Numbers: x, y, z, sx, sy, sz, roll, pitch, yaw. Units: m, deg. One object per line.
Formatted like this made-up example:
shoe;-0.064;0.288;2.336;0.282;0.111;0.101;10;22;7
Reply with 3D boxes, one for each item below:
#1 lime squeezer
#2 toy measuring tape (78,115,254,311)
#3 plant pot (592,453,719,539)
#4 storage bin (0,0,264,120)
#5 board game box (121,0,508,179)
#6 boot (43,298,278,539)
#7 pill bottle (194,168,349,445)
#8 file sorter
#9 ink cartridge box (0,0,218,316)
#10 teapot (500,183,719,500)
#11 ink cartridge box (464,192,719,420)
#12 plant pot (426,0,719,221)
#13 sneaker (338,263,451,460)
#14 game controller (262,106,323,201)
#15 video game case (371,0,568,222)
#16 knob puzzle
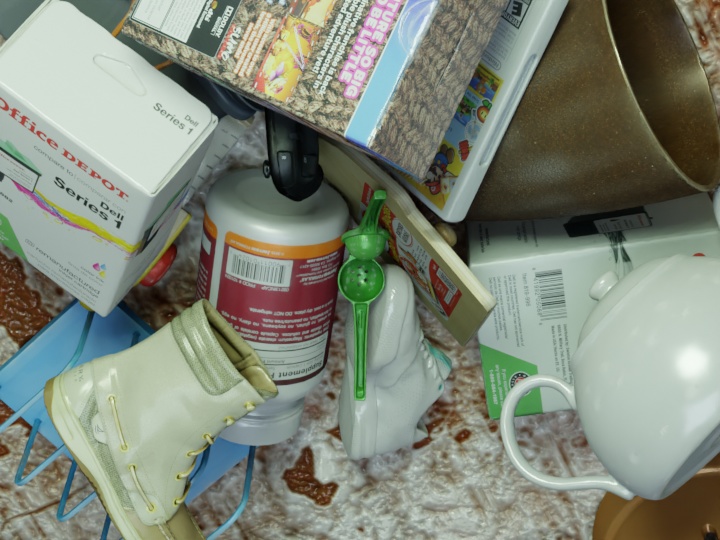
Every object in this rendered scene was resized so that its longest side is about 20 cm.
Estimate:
lime squeezer;0.000;0.000;1.305;0.037;0.071;0.201;11;131;5
toy measuring tape;-0.157;-0.052;1.380;0.073;0.074;0.200;38;90;-17
plant pot;0.300;0.263;1.473;0.199;0.140;0.201;1;118;1
storage bin;-0.169;-0.172;1.272;0.134;0.146;0.200;-31;113;27
board game box;-0.023;-0.176;1.121;0.199;0.097;0.160;27;92;24
boot;-0.126;0.133;1.325;0.154;0.072;0.201;-29;107;10
pill bottle;-0.076;0.031;1.379;0.112;0.113;0.201;8;117;-3
file sorter;-0.198;0.141;1.433;0.139;0.123;0.200;-40;109;19
ink cartridge box;-0.199;-0.075;1.238;0.145;0.084;0.200;36;149;1
teapot;0.220;0.062;1.276;0.146;0.200;0.198;44;139;17
ink cartridge box;0.190;0.027;1.386;0.199;0.083;0.147;-7;117;5
plant pot;0.133;-0.113;1.278;0.199;0.187;0.187;-21;116;28
sneaker;0.035;0.070;1.421;0.088;0.075;0.201;-5;135;-14
game controller;-0.053;-0.151;1.251;0.042;0.104;0.201;-4;85;1
video game case;0.041;-0.164;1.249;0.023;0.200;0.183;-3;126;-46
knob puzzle;0.031;-0.039;1.317;0.030;0.220;0.220;-40;112;-8
